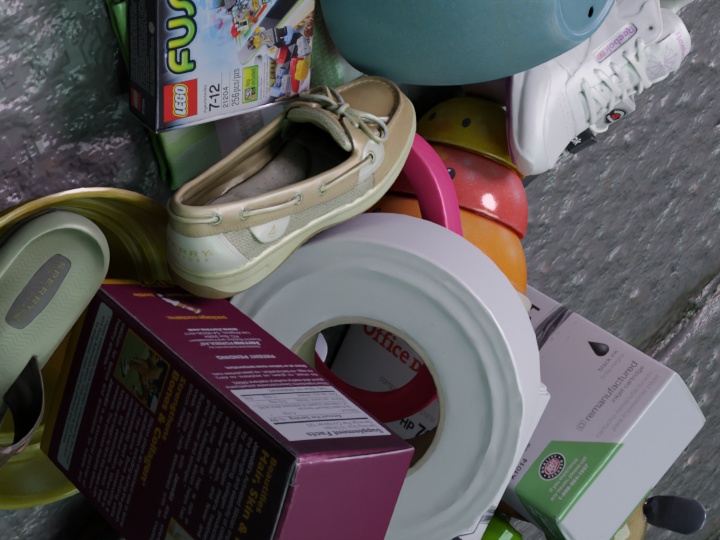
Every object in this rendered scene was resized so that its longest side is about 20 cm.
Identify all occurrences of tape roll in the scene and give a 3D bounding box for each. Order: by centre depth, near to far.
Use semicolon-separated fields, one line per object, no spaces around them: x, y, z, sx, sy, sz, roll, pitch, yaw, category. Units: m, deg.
0.008;0.069;0.863;0.071;0.200;0.205;-43;151;-68;tape roll

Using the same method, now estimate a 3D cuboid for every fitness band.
0.000;0.000;0.917;0.037;0.142;0.203;-22;106;-67;fitness band

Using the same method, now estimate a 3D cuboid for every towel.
-0.054;-0.153;0.871;0.199;0.031;0.150;-35;134;-22;towel

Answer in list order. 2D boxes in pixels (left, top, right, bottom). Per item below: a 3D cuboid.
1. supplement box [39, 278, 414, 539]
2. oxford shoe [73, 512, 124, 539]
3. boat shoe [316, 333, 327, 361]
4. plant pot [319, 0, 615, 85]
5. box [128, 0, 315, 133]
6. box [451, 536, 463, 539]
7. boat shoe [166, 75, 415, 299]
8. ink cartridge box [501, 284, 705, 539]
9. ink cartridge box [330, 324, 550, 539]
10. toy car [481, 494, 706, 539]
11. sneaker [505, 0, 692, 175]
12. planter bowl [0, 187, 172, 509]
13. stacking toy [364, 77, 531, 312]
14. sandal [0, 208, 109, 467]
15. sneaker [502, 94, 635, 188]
-0.077;0.095;0.750;0.085;0.199;0.111;1;114;-44;supplement box
-0.117;0.151;0.963;0.199;0.084;0.073;-30;117;-8;oxford shoe
-0.108;0.088;0.950;0.199;0.070;0.066;-28;160;-41;boat shoe
0.085;-0.202;0.862;0.200;0.134;0.202;-34;134;-44;plant pot
-0.076;-0.184;0.788;0.109;0.035;0.202;-19;129;-32;box
0.076;0.257;0.963;0.106;0.122;0.200;-53;135;-1;box
-0.036;-0.064;0.815;0.200;0.073;0.064;-38;147;-33;boat shoe
0.142;0.108;1.100;0.146;0.199;0.084;-49;135;-9;ink cartridge box
0.031;0.141;1.051;0.085;0.146;0.202;12;106;-44;ink cartridge box
0.186;0.196;1.195;0.165;0.199;0.158;-51;139;-6;toy car
0.164;-0.146;0.958;0.201;0.099;0.075;-59;147;-25;sneaker
-0.191;0.030;0.815;0.199;0.083;0.202;-24;130;-32;planter bowl
0.070;-0.072;0.999;0.146;0.145;0.202;23;79;-48;stacking toy
-0.194;0.061;0.724;0.080;0.057;0.202;29;94;-49;sandal
0.155;-0.123;1.049;0.074;0.088;0.201;27;96;-50;sneaker
